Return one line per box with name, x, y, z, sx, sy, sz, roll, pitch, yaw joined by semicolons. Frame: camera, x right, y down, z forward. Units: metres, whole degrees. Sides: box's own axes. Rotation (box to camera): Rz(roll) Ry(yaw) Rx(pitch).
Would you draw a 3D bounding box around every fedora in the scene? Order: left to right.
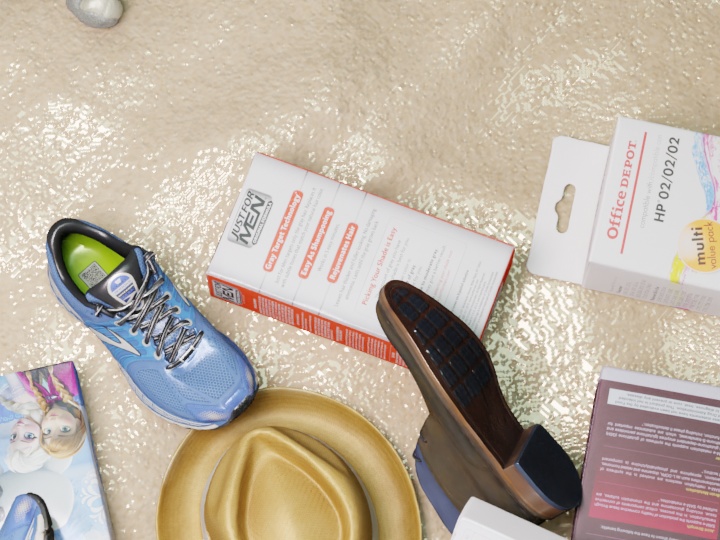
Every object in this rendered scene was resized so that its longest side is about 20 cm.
fedora;-0.050;0.172;1.703;0.200;0.082;0.201;0;73;0

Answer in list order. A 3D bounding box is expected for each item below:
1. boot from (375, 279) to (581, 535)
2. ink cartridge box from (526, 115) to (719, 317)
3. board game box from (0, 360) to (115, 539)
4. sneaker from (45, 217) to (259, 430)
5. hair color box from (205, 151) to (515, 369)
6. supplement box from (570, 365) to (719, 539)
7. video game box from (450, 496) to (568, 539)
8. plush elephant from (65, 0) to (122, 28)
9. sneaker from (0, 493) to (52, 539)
boot;0.055;0.105;1.697;0.200;0.097;0.075;52;36;-3
ink cartridge box;0.228;-0.037;1.771;0.199;0.068;0.115;12;74;4
board game box;-0.276;0.182;1.722;0.199;0.043;0.200;-14;76;-4
sneaker;-0.155;0.036;1.729;0.200;0.089;0.079;39;79;19
hair color box;0.000;0.000;1.765;0.199;0.061;0.102;21;75;5
supplement box;0.202;0.177;1.713;0.108;0.061;0.201;11;74;4
video game box;0.129;0.273;1.647;0.200;0.047;0.183;24;110;7
plush elephant;-0.228;-0.297;1.800;0.164;0.155;0.200;22;76;6
sneaker;-0.277;0.230;1.639;0.089;0.079;0.200;33;79;4
